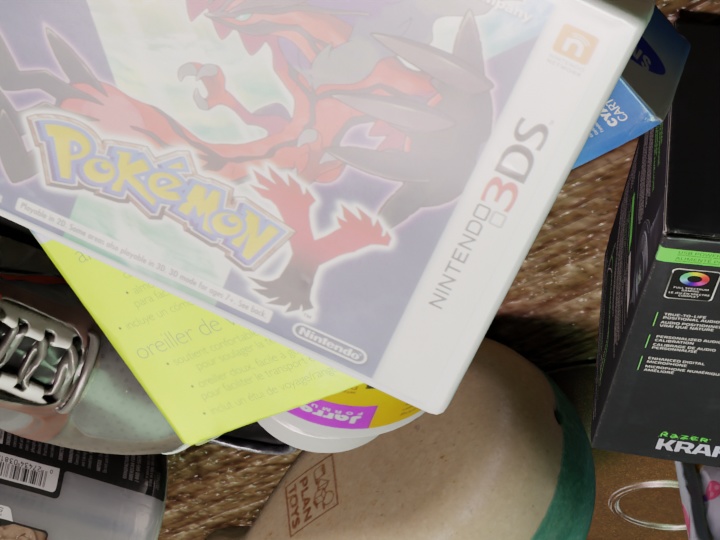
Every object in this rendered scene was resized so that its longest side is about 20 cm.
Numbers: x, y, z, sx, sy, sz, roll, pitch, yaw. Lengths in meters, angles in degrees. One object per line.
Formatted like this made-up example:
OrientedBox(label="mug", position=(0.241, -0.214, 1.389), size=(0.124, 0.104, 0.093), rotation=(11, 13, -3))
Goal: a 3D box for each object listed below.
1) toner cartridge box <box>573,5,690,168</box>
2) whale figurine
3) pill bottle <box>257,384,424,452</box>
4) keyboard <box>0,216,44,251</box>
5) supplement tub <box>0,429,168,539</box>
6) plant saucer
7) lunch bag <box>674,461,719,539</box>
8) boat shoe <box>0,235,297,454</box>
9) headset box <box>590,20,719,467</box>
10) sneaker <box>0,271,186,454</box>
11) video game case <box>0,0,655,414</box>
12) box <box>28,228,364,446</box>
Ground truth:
OrientedBox(label="toner cartridge box", position=(0.004, -0.109, 0.908), size=(0.095, 0.043, 0.200), rotation=(-26, 118, 40))
OrientedBox(label="whale figurine", position=(0.018, 0.117, 1.297), size=(0.200, 0.160, 0.104), rotation=(-34, 133, 24))
OrientedBox(label="pill bottle", position=(0.000, 0.000, 1.132), size=(0.104, 0.105, 0.200), rotation=(10, 153, -5))
OrientedBox(label="keyboard", position=(-0.106, -0.031, 1.141), size=(0.104, 0.040, 0.200), rotation=(21, 172, -14))
OrientedBox(label="supplement tub", position=(-0.199, 0.097, 1.347), size=(0.199, 0.123, 0.122), rotation=(17, 151, -19))
OrientedBox(label="plant saucer", position=(0.146, 0.099, 1.372), size=(0.199, 0.032, 0.200), rotation=(4, 153, 2))
OrientedBox(label="lunch bag", position=(0.245, 0.122, 1.269), size=(0.199, 0.128, 0.170), rotation=(-10, 142, 7))
OrientedBox(label="boat shoe", position=(-0.117, 0.038, 1.272), size=(0.199, 0.068, 0.072), rotation=(15, 152, -16))
OrientedBox(label="headset box", position=(0.187, -0.003, 1.095), size=(0.173, 0.093, 0.200), rotation=(7, 152, -1))
OrientedBox(label="sneaker", position=(-0.152, 0.032, 1.195), size=(0.199, 0.077, 0.082), rotation=(21, -171, -9))
OrientedBox(label="video game case", position=(-0.032, -0.057, 0.914), size=(0.199, 0.023, 0.183), rotation=(25, 132, 0))
OrientedBox(label="box", position=(-0.061, -0.041, 0.987), size=(0.122, 0.048, 0.200), rotation=(-21, 115, 31))
